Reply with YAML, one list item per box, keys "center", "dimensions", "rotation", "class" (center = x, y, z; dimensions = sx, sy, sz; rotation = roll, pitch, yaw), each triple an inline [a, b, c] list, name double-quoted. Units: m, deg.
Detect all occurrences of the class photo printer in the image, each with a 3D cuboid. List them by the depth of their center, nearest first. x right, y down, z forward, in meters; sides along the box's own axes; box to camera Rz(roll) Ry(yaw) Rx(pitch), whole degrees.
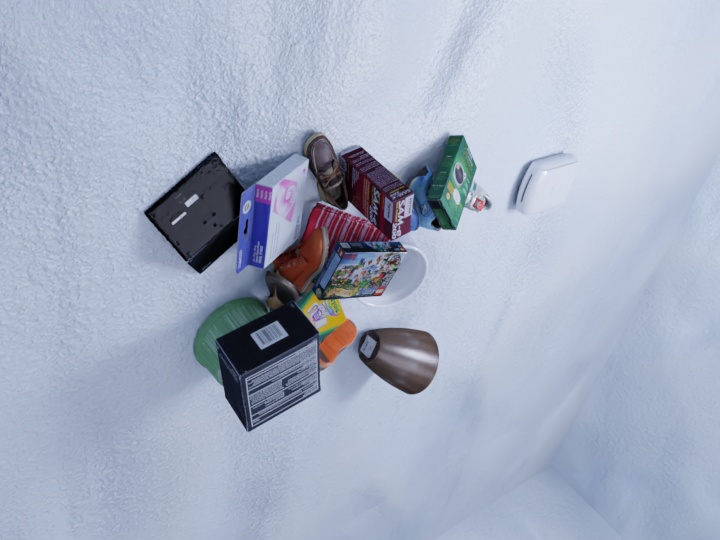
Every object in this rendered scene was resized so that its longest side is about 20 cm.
- center: [0.549, -0.255, 2.149]
  dimensions: [0.197, 0.069, 0.169]
  rotation: [-18, 135, -36]
  class: "photo printer"

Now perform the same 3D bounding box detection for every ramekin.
- center: [-0.271, 0.172, 1.649]
  dimensions: [0.197, 0.098, 0.203]
  rotation: [-29, 141, -25]
  class: "ramekin"
- center: [0.060, -0.014, 1.789]
  dimensions: [0.196, 0.099, 0.203]
  rotation: [-13, 136, -13]
  class: "ramekin"

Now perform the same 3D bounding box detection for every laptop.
- center: [-0.302, -0.107, 1.426]
  dimensions: [0.177, 0.103, 0.201]
  rotation: [-42, 120, -8]
  class: "laptop"

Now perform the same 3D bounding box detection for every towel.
- center: [-0.038, -0.064, 1.641]
  dimensions: [0.196, 0.023, 0.146]
  rotation: [17, 124, -15]
  class: "towel"

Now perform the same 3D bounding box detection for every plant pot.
- center: [0.092, 0.240, 2.064]
  dimensions: [0.197, 0.187, 0.189]
  rotation: [22, 108, -38]
  class: "plant pot"

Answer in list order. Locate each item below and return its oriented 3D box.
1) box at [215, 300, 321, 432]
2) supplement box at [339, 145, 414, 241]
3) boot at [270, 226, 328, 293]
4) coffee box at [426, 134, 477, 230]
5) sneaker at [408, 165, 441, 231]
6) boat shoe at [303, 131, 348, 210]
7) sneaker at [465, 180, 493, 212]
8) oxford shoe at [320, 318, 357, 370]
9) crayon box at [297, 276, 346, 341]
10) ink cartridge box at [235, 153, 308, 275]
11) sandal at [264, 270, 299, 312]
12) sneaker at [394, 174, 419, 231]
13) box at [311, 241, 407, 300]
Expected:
- center: [-0.196, 0.208, 1.569]
  dimensions: [0.197, 0.123, 0.201]
  rotation: [-25, 139, -26]
  class: "box"
- center: [0.031, -0.168, 1.558]
  dimensions: [0.060, 0.200, 0.111]
  rotation: [-26, 140, -26]
  class: "supplement box"
- center: [-0.135, -0.025, 1.592]
  dimensions: [0.105, 0.076, 0.201]
  rotation: [10, 137, -23]
  class: "boot"
- center: [0.226, -0.215, 1.768]
  dimensions: [0.123, 0.043, 0.203]
  rotation: [52, 51, -47]
  class: "coffee box"
- center: [0.176, -0.175, 1.796]
  dimensions: [0.079, 0.089, 0.202]
  rotation: [-47, 149, -22]
  class: "sneaker"
- center: [-0.064, -0.204, 1.533]
  dimensions: [0.072, 0.072, 0.202]
  rotation: [-35, 143, -16]
  class: "boat shoe"
- center: [0.280, -0.200, 1.890]
  dimensions: [0.198, 0.093, 0.071]
  rotation: [9, 118, -51]
  class: "sneaker"
- center: [-0.076, 0.194, 1.891]
  dimensions: [0.073, 0.071, 0.200]
  rotation: [-46, 177, 40]
  class: "oxford shoe"
- center: [-0.114, 0.089, 1.774]
  dimensions: [0.118, 0.058, 0.202]
  rotation: [-38, 144, -13]
  class: "crayon box"
- center: [-0.177, -0.108, 1.466]
  dimensions: [0.200, 0.043, 0.200]
  rotation: [-50, 158, -49]
  class: "ink cartridge box"
- center: [-0.184, 0.071, 1.613]
  dimensions: [0.201, 0.080, 0.055]
  rotation: [106, 9, -58]
  class: "sandal"
- center: [0.087, -0.151, 1.753]
  dimensions: [0.082, 0.074, 0.201]
  rotation: [-35, 145, 0]
  class: "sneaker"
- center: [0.000, 0.000, 1.615]
  dimensions: [0.197, 0.038, 0.138]
  rotation: [-3, 133, -44]
  class: "box"
